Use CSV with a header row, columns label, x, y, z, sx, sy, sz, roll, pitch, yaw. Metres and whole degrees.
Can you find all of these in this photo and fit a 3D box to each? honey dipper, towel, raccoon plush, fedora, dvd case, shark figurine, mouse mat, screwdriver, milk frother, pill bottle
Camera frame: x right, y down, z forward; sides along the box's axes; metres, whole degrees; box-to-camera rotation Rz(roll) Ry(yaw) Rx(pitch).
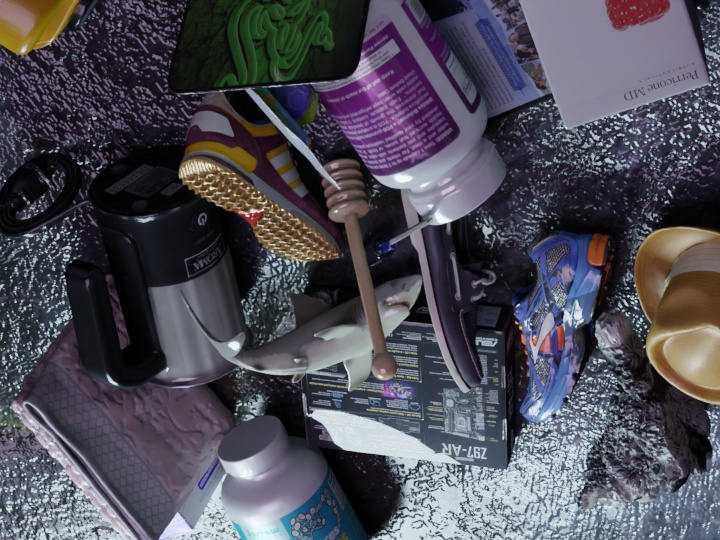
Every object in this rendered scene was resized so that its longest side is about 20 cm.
label,x,y,z,sx,sy,sz,roll,pitch,yaw
honey dipper,0.000,0.000,1.702,0.038,0.201,0.038,-10,157,-4
towel,-0.216,0.132,1.855,0.032,0.191,0.200,-21,115,38
raccoon plush,0.228,0.127,1.786,0.133,0.097,0.201,-18,103,37
fedora,0.298,0.052,1.661,0.200,0.082,0.201,27,149,18
dvd case,0.101,-0.192,1.635,0.199,0.018,0.143,-21,116,28
shark figurine,-0.060,0.050,1.756,0.213,0.090,0.129,-11,142,-24
mouse mat,-0.064,-0.224,1.561,0.160,0.201,0.008,-3,148,19
screwdriver,0.034,-0.025,1.700,0.029,0.028,0.200,33,164,-14
milk frother,-0.217,-0.007,1.810,0.200,0.180,0.189,35,143,48
pill bottle,0.034,-0.139,1.610,0.112,0.113,0.201,-23,114,30
pill bottle,-0.065,0.240,1.931,0.110,0.111,0.201,-15,118,26

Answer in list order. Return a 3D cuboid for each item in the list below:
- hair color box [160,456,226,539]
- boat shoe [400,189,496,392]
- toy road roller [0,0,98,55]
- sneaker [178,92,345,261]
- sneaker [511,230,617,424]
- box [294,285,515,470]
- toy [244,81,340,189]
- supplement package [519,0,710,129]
label,x,y,z,sx,sy,sz,roll,pitch,yaw
hair color box,-0.219,0.152,1.918,0.065,0.110,0.200,-24,114,38
boat shoe,0.086,0.007,1.724,0.062,0.073,0.202,-14,99,6
toy road roller,-0.258,-0.267,1.618,0.122,0.146,0.200,33,127,-7
sneaker,-0.075,-0.082,1.738,0.074,0.091,0.200,-8,148,35
sneaker,0.170,0.046,1.754,0.078,0.075,0.201,20,120,15
box,0.043,0.100,1.840,0.198,0.044,0.161,5,125,15
toy,-0.071,-0.151,1.624,0.047,0.200,0.115,-44,123,-2
supplement package,0.179,-0.233,1.503,0.120,0.120,0.201,-17,117,13
